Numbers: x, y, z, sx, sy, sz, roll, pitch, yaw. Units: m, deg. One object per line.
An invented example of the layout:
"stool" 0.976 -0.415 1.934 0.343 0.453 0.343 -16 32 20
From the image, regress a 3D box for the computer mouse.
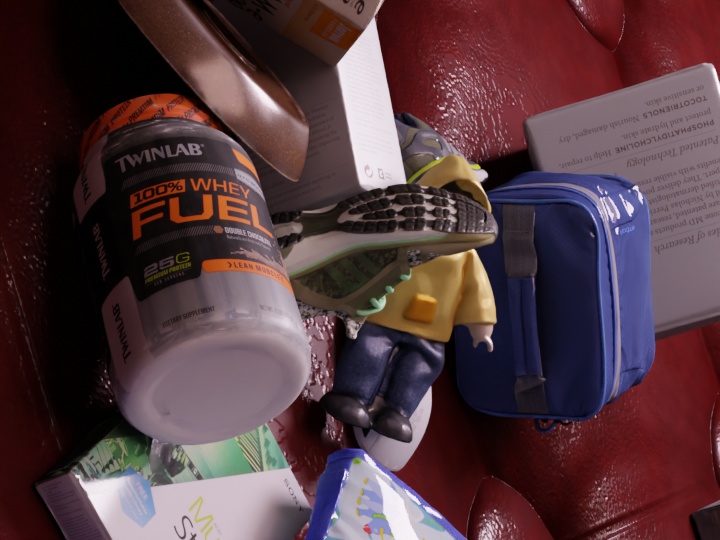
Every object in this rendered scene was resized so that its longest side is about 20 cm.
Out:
"computer mouse" 0.026 0.050 1.723 0.109 0.044 0.201 28 50 -50

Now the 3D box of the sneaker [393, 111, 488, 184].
"sneaker" 0.046 -0.081 1.762 0.081 0.074 0.200 52 1 3

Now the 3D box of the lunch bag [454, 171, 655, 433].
"lunch bag" 0.145 0.028 1.818 0.132 0.135 0.201 -22 110 -59

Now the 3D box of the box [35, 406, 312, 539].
"box" -0.111 0.144 1.457 0.145 0.036 0.200 62 30 -12

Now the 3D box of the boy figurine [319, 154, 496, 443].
"boy figurine" 0.044 0.018 1.635 0.124 0.201 0.064 23 4 -12

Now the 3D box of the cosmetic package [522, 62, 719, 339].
"cosmetic package" 0.244 -0.046 1.964 0.167 0.165 0.201 36 38 -83

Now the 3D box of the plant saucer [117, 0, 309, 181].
"plant saucer" -0.098 -0.144 1.553 0.200 0.034 0.200 48 6 -6

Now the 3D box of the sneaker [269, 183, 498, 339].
"sneaker" 0.000 0.000 1.589 0.077 0.199 0.089 -79 157 -61

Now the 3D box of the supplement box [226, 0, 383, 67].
"supplement box" -0.074 -0.227 1.556 0.199 0.126 0.074 31 79 -5

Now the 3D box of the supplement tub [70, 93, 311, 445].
"supplement tub" -0.110 -0.004 1.436 0.122 0.122 0.201 30 32 -47

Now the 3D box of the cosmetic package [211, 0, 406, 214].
"cosmetic package" -0.038 -0.133 1.674 0.074 0.101 0.201 14 62 -55

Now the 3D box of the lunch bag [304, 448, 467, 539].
"lunch bag" 0.011 0.241 1.510 0.201 0.127 0.171 60 31 -35

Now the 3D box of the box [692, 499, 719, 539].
"box" 0.389 0.279 2.171 0.200 0.048 0.159 -11 81 -60
